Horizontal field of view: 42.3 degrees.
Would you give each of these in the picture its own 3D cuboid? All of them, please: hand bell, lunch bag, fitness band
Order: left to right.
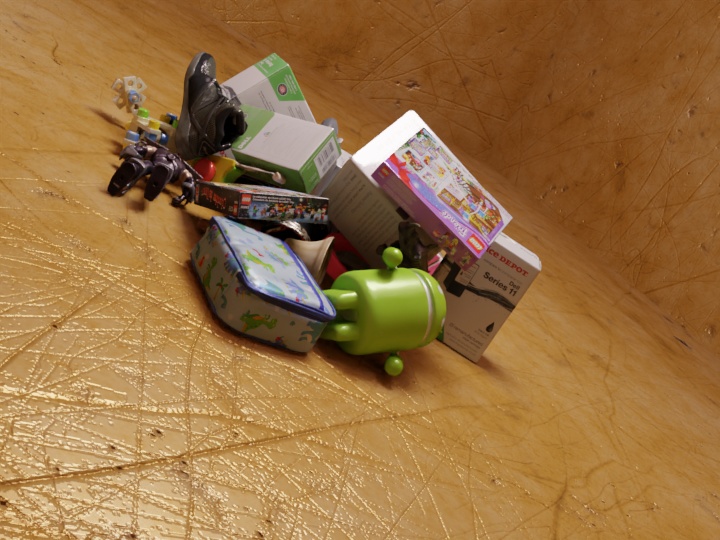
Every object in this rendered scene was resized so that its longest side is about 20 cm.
[{"bbox_3d":[-0.148,-0.033,1.379,0.199,0.105,0.104,20,15,3],"label":"hand bell"},{"bbox_3d":[-0.129,0.016,1.231,0.160,0.083,0.200,25,18,-36],"label":"lunch bag"},{"bbox_3d":[0.000,0.000,1.549,0.144,0.037,0.200,51,20,16],"label":"fitness band"}]

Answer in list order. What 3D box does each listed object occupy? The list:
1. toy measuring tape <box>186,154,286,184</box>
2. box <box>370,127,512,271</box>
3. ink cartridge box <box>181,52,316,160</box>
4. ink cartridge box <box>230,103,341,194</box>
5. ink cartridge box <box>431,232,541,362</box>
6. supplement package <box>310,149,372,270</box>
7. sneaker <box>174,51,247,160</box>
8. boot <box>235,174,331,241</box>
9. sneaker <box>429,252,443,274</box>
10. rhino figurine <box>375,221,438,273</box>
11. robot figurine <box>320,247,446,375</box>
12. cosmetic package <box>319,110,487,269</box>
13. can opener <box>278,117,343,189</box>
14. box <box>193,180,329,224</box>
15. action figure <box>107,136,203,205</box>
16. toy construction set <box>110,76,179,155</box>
[{"bbox_3d":[-0.212,-0.144,1.513,0.199,0.074,0.073,17,7,30],"label":"toy measuring tape"},{"bbox_3d":[0.124,-0.110,1.396,0.200,0.039,0.137,46,42,0],"label":"box"},{"bbox_3d":[-0.196,-0.269,1.657,0.084,0.199,0.146,49,-12,51],"label":"ink cartridge box"},{"bbox_3d":[-0.142,-0.203,1.537,0.199,0.104,0.059,20,-31,30],"label":"ink cartridge box"},{"bbox_3d":[0.194,0.030,1.583,0.146,0.201,0.083,32,16,0],"label":"ink cartridge box"},{"bbox_3d":[0.004,-0.099,1.696,0.199,0.151,0.152,29,17,-12],"label":"supplement package"},{"bbox_3d":[-0.235,-0.275,1.529,0.076,0.114,0.200,65,23,-58],"label":"sneaker"},{"bbox_3d":[-0.150,-0.095,1.537,0.203,0.074,0.154,31,19,0],"label":"boot"},{"bbox_3d":[0.102,-0.058,1.880,0.200,0.074,0.087,49,7,-2],"label":"sneaker"},{"bbox_3d":[0.066,-0.006,1.406,0.060,0.200,0.088,-28,64,-31],"label":"rhino figurine"},{"bbox_3d":[0.034,0.056,1.302,0.199,0.177,0.115,-3,1,-33],"label":"robot figurine"},{"bbox_3d":[0.068,-0.112,1.511,0.200,0.165,0.165,47,59,1],"label":"cosmetic package"},{"bbox_3d":[-0.086,-0.203,1.603,0.053,0.067,0.200,4,32,20],"label":"can opener"},{"bbox_3d":[-0.150,-0.102,1.369,0.136,0.038,0.200,3,8,-28],"label":"box"},{"bbox_3d":[-0.310,-0.147,1.404,0.130,0.070,0.200,25,12,-2],"label":"action figure"},{"bbox_3d":[-0.358,-0.246,1.571,0.131,0.092,0.200,11,31,-35],"label":"toy construction set"}]
